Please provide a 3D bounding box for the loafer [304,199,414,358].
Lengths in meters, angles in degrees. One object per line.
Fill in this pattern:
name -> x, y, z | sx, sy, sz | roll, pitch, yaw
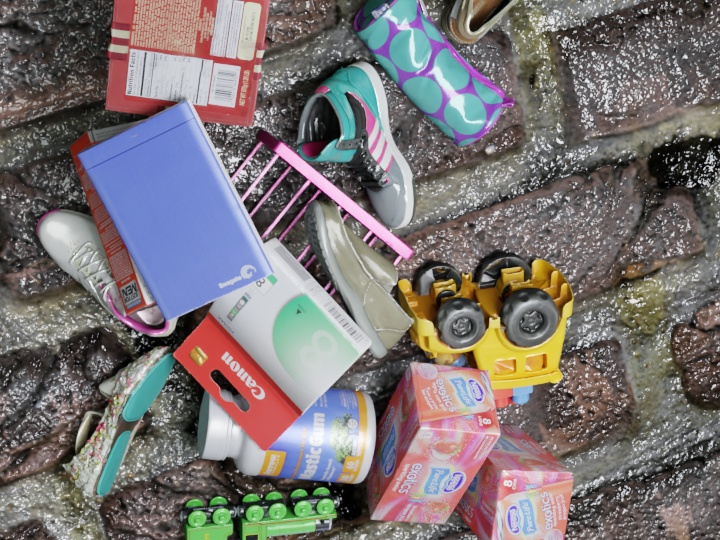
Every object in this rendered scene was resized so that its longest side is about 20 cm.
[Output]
loafer -> 0.000, 0.000, 1.479 | 0.069, 0.075, 0.201 | -29, 119, -6

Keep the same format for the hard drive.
hard drive -> -0.192, -0.061, 1.415 | 0.131, 0.025, 0.201 | -24, 104, 11

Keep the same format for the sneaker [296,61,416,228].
sneaker -> -0.010, -0.132, 1.559 | 0.120, 0.083, 0.201 | -25, 101, -41

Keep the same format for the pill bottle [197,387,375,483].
pill bottle -> -0.090, 0.191, 1.609 | 0.198, 0.112, 0.113 | 6, 99, -15

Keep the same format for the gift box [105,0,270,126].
gift box -> -0.171, -0.264, 1.449 | 0.198, 0.187, 0.186 | 10, 121, -13

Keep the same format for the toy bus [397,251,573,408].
toy bus -> 0.150, 0.091, 1.651 | 0.198, 0.136, 0.193 | -6, 118, -10

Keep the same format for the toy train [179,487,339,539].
toy train -> -0.123, 0.306, 1.662 | 0.198, 0.042, 0.057 | -3, 111, -13

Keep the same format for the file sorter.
file sorter -> -0.066, -0.046, 1.557 | 0.200, 0.139, 0.126 | 39, 91, -17

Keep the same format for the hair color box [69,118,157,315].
hair color box -> -0.235, -0.064, 1.505 | 0.110, 0.064, 0.201 | -18, 88, -34

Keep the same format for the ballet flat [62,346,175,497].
ballet flat -> -0.290, 0.169, 1.583 | 0.064, 0.076, 0.201 | 27, 88, 17

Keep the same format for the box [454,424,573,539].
box -> 0.175, 0.259, 1.639 | 0.094, 0.200, 0.103 | 6, 100, -15

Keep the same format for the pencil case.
pencil case -> 0.083, -0.243, 1.582 | 0.092, 0.085, 0.200 | -35, 110, 26

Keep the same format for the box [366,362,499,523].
box -> 0.081, 0.209, 1.605 | 0.102, 0.095, 0.201 | 7, 138, -17

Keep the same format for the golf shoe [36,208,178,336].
golf shoe -> -0.284, 0.004, 1.538 | 0.200, 0.092, 0.075 | 40, 92, -16

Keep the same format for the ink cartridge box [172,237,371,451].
ink cartridge box -> -0.107, 0.090, 1.488 | 0.161, 0.050, 0.200 | 46, 112, 5

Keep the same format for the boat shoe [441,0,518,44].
boat shoe -> 0.175, -0.353, 1.592 | 0.074, 0.068, 0.201 | 31, 92, -17
